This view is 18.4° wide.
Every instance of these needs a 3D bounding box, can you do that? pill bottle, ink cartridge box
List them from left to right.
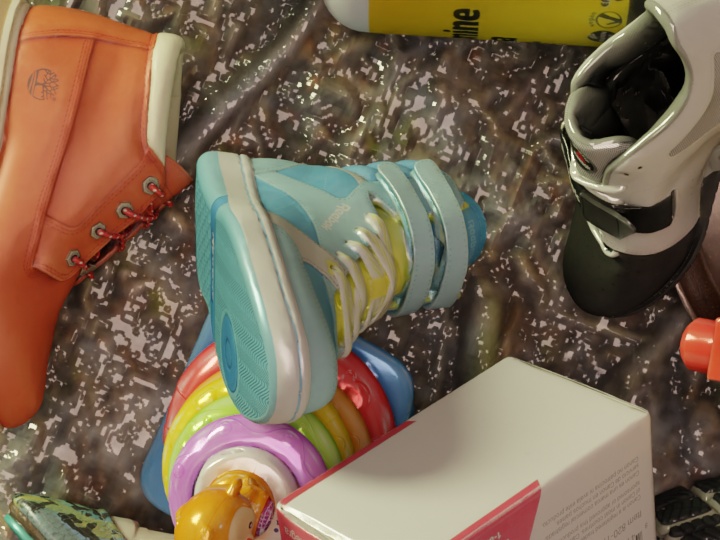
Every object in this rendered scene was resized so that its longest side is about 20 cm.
[{"bbox_3d":[0.046,-0.159,0.980,0.198,0.112,0.114,4,91,3],"label":"pill bottle"},{"bbox_3d":[0.052,0.162,0.929,0.146,0.082,0.202,-29,125,-36],"label":"ink cartridge box"}]

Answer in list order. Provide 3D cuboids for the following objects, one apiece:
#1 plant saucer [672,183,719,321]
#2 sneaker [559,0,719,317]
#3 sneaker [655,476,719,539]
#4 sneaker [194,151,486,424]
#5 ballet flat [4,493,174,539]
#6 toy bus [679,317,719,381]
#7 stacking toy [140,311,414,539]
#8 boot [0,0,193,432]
[{"bbox_3d":[0.233,-0.032,1.015,0.198,0.034,0.202,0,90,3],"label":"plant saucer"},{"bbox_3d":[0.113,-0.053,0.951,0.088,0.201,0.074,-11,52,-31],"label":"sneaker"},{"bbox_3d":[0.187,0.138,1.002,0.198,0.078,0.080,-7,103,4],"label":"sneaker"},{"bbox_3d":[0.000,0.000,0.949,0.129,0.200,0.080,-1,116,-11],"label":"sneaker"},{"bbox_3d":[-0.077,0.164,1.016,0.074,0.074,0.200,-39,96,2],"label":"ballet flat"},{"bbox_3d":[0.242,0.036,0.934,0.191,0.199,0.137,8,91,38],"label":"toy bus"},{"bbox_3d":[-0.045,0.088,0.941,0.109,0.200,0.117,25,100,2],"label":"stacking toy"},{"bbox_3d":[-0.132,-0.020,1.011,0.106,0.075,0.202,7,90,-3],"label":"boot"}]
